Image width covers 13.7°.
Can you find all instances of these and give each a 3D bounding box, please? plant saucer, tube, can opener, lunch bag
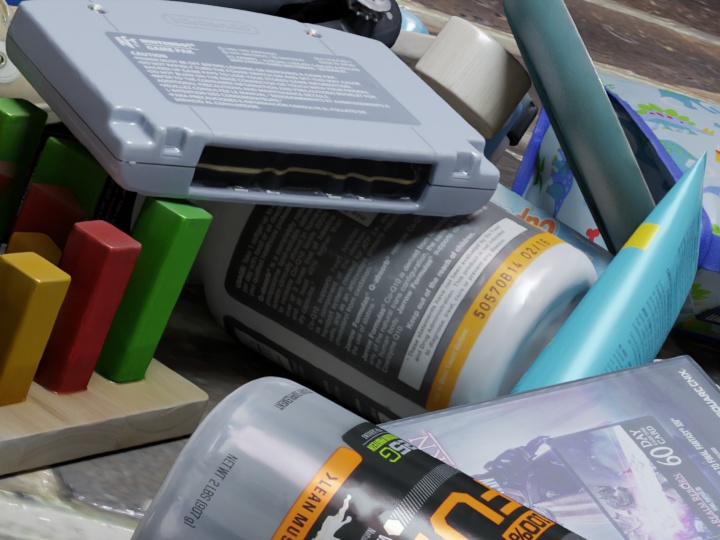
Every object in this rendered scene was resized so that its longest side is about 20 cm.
[{"bbox_3d":[0.114,-0.065,1.492,0.200,0.027,0.201,-25,90,-88],"label":"plant saucer"},{"bbox_3d":[0.111,0.036,1.344,0.050,0.078,0.200,26,53,16],"label":"tube"},{"bbox_3d":[-0.052,-0.114,1.434,0.200,0.079,0.064,-20,74,-53],"label":"can opener"},{"bbox_3d":[0.203,-0.023,1.698,0.170,0.128,0.200,13,10,-30],"label":"lunch bag"}]

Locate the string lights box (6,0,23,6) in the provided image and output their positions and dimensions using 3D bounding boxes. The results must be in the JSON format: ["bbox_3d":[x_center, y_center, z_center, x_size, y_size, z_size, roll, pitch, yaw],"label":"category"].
[{"bbox_3d":[-0.144,-0.134,1.556,0.199,0.059,0.103,5,-3,38],"label":"string lights box"}]

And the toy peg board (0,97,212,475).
[{"bbox_3d":[-0.177,-0.013,1.222,0.200,0.098,0.199,31,18,25],"label":"toy peg board"}]

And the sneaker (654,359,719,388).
[{"bbox_3d":[0.141,0.090,1.364,0.079,0.079,0.200,31,8,12],"label":"sneaker"}]

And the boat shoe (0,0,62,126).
[{"bbox_3d":[-0.187,-0.107,1.357,0.199,0.065,0.072,-3,30,-36],"label":"boat shoe"}]

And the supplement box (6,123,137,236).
[{"bbox_3d":[-0.131,-0.057,1.477,0.199,0.061,0.109,8,23,-40],"label":"supplement box"}]

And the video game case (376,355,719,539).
[{"bbox_3d":[0.084,0.098,1.217,0.199,0.019,0.143,-11,38,-24],"label":"video game case"}]

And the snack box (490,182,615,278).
[{"bbox_3d":[0.049,-0.017,1.520,0.200,0.037,0.116,33,-16,23],"label":"snack box"}]

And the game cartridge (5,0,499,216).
[{"bbox_3d":[-0.050,-0.074,1.310,0.199,0.041,0.133,4,33,-36],"label":"game cartridge"}]

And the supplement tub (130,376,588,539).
[{"bbox_3d":[0.024,0.131,1.008,0.199,0.123,0.122,27,17,13],"label":"supplement tub"}]

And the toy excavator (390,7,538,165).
[{"bbox_3d":[0.026,-0.093,1.580,0.194,0.100,0.200,31,-9,33],"label":"toy excavator"}]

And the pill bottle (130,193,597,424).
[{"bbox_3d":[0.000,0.000,1.382,0.200,0.117,0.116,30,18,20],"label":"pill bottle"}]
